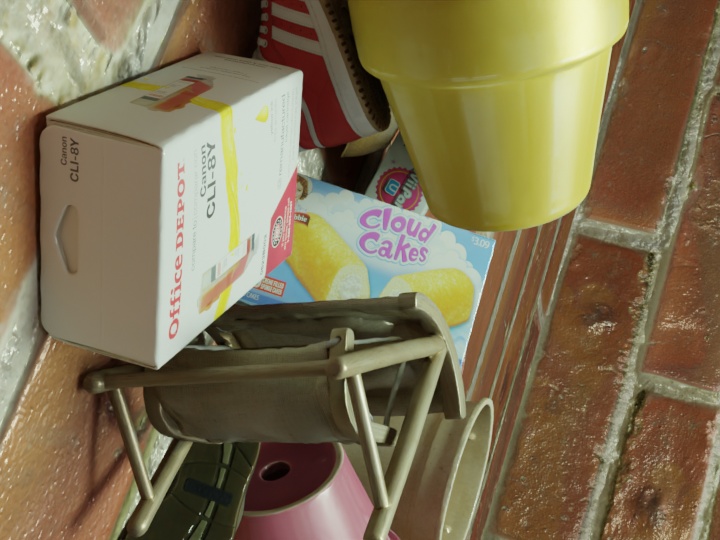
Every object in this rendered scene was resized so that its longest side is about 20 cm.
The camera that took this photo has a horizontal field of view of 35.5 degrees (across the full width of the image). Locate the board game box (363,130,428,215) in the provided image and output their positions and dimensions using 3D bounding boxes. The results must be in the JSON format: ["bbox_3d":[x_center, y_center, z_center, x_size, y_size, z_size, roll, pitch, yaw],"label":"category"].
[{"bbox_3d":[0.058,-0.102,1.154,0.148,0.064,0.200,-60,179,19],"label":"board game box"}]

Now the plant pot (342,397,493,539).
[{"bbox_3d":[0.032,0.216,1.245,0.200,0.181,0.203,14,90,-73],"label":"plant pot"}]

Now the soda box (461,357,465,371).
[{"bbox_3d":[-0.003,0.065,1.015,0.064,0.198,0.069,-130,-140,-53],"label":"soda box"}]

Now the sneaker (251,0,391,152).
[{"bbox_3d":[-0.060,-0.186,0.859,0.071,0.111,0.202,-32,104,-63],"label":"sneaker"}]

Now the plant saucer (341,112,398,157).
[{"bbox_3d":[0.047,-0.185,1.066,0.201,0.035,0.200,-59,-178,4],"label":"plant saucer"}]

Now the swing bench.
[{"bbox_3d":[-0.051,0.088,0.807,0.200,0.197,0.131,-44,125,-61],"label":"swing bench"}]

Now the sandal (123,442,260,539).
[{"bbox_3d":[-0.138,0.199,0.902,0.055,0.081,0.201,118,-7,-50],"label":"sandal"}]

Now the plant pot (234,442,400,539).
[{"bbox_3d":[-0.058,0.251,1.007,0.200,0.198,0.181,-52,136,-53],"label":"plant pot"}]

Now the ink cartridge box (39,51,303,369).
[{"bbox_3d":[-0.116,-0.047,0.733,0.200,0.082,0.147,-45,145,-59],"label":"ink cartridge box"}]

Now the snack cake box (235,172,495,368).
[{"bbox_3d":[0.000,0.000,0.937,0.067,0.198,0.116,162,-55,-79],"label":"snack cake box"}]

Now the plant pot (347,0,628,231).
[{"bbox_3d":[0.101,-0.141,0.831,0.201,0.198,0.191,-52,138,-53],"label":"plant pot"}]
